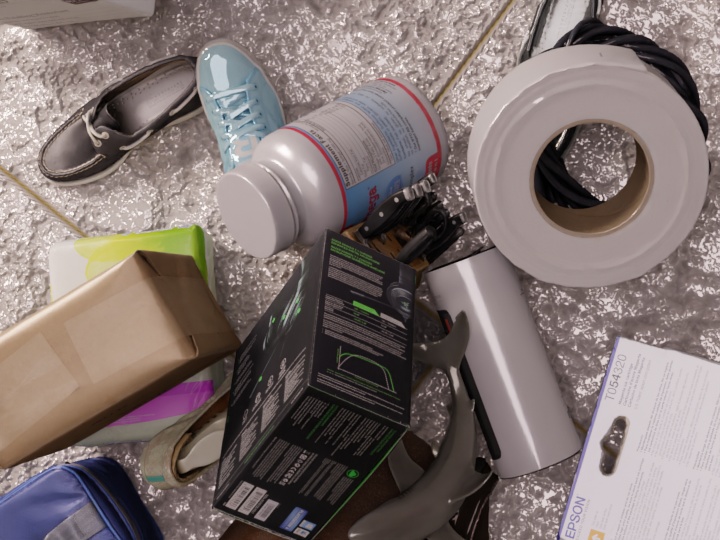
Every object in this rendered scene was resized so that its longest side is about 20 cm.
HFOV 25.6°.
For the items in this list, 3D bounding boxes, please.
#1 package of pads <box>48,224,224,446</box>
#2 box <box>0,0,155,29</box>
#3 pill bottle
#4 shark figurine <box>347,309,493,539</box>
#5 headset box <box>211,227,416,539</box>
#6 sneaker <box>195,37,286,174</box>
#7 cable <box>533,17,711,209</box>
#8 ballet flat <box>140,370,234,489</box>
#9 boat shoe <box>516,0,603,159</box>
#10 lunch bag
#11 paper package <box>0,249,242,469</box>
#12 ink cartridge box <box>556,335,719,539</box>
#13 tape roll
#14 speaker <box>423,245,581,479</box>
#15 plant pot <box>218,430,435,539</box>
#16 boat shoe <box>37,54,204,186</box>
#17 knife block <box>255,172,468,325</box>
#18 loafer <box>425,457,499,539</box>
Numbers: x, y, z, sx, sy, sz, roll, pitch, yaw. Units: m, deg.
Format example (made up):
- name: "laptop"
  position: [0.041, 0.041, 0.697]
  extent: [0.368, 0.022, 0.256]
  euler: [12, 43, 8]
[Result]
- name: "package of pads"
  position: [-0.213, 0.063, 1.505]
  extent: [0.154, 0.068, 0.200]
  euler: [-6, 85, 10]
- name: "box"
  position: [-0.292, -0.338, 1.477]
  extent: [0.199, 0.131, 0.200]
  euler: [3, 86, 43]
- name: "pill bottle"
  position: [-0.025, -0.089, 1.411]
  extent: [0.200, 0.109, 0.109]
  euler: [-31, 78, -32]
- name: "shark figurine"
  position: [0.082, 0.155, 1.356]
  extent: [0.128, 0.089, 0.215]
  euler: [32, 63, -25]
- name: "headset box"
  position: [-0.037, 0.091, 1.317]
  extent: [0.093, 0.200, 0.174]
  euler: [24, 128, -17]
- name: "sneaker"
  position: [-0.098, -0.119, 1.464]
  extent: [0.074, 0.082, 0.200]
  euler: [-22, 100, 1]
- name: "cable"
  position: [0.225, -0.126, 1.405]
  extent: [0.163, 0.051, 0.200]
  euler: [-9, 107, 7]
- name: "ballet flat"
  position: [-0.110, 0.135, 1.437]
  extent: [0.200, 0.062, 0.067]
  euler: [-40, 110, -28]
- name: "boat shoe"
  position: [0.175, -0.187, 1.448]
  extent: [0.076, 0.060, 0.200]
  euler: [9, 88, 10]
- name: "lunch bag"
  position: [-0.298, 0.270, 1.474]
  extent: [0.200, 0.132, 0.136]
  euler: [-37, 80, 6]
- name: "paper package"
  position: [-0.226, 0.074, 1.375]
  extent: [0.200, 0.191, 0.104]
  euler: [-31, 86, 7]
- name: "ink cartridge box"
  position: [0.297, 0.177, 1.408]
  extent: [0.200, 0.043, 0.197]
  euler: [17, 91, 14]
- name: "tape roll"
  position: [0.193, -0.090, 1.360]
  extent: [0.202, 0.071, 0.203]
  euler: [0, 111, -1]
- name: "speaker"
  position: [0.127, 0.079, 1.415]
  extent: [0.081, 0.081, 0.200]
  euler: [-20, 91, 9]
- name: "plant pot"
  position: [-0.017, 0.230, 1.412]
  extent: [0.187, 0.187, 0.200]
  euler: [28, 76, 12]
- name: "boat shoe"
  position: [-0.230, -0.146, 1.527]
  extent: [0.200, 0.060, 0.074]
  euler: [-25, 81, 8]
- name: "knife block"
  position: [0.000, 0.000, 1.404]
  extent: [0.200, 0.176, 0.064]
  euler: [-36, 79, -7]
- name: "loafer"
  position: [0.089, 0.267, 1.435]
  extent: [0.071, 0.073, 0.200]
  euler: [20, 93, 0]
